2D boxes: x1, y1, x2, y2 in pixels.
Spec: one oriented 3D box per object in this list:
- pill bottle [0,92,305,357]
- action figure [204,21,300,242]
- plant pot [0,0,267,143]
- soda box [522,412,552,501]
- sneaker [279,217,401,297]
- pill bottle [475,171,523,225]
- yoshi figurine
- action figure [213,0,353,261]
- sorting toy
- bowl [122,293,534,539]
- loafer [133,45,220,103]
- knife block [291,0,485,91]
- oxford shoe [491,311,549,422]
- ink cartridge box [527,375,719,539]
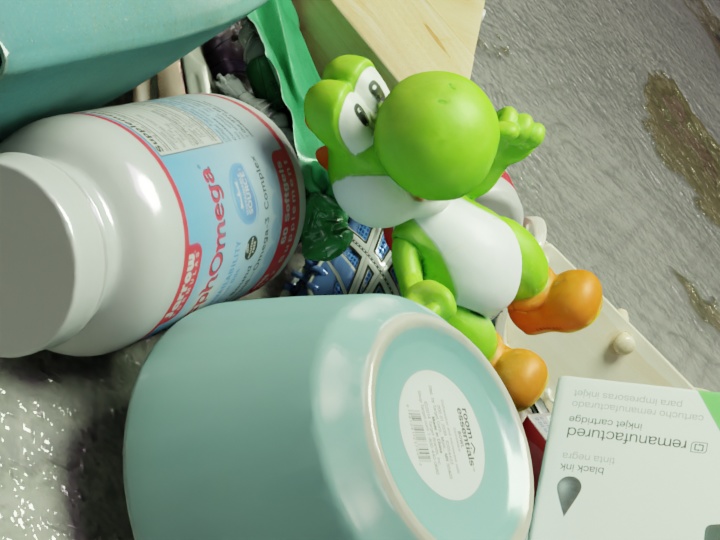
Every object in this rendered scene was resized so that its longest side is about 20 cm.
[{"bbox_3d":[-0.112,-0.022,0.746,0.109,0.109,0.200,53,25,5],"label":"pill bottle"},{"bbox_3d":[-0.075,-0.105,0.980,0.130,0.069,0.201,-8,59,-54],"label":"action figure"},{"bbox_3d":[-0.147,-0.138,0.724,0.199,0.141,0.143,-18,85,-51],"label":"plant pot"},{"bbox_3d":[0.150,0.164,0.839,0.070,0.064,0.200,-1,41,-39],"label":"soda box"},{"bbox_3d":[0.000,0.000,0.888,0.076,0.075,0.202,12,70,-34],"label":"sneaker"},{"bbox_3d":[0.028,-0.092,1.081,0.110,0.110,0.201,24,36,-45],"label":"pill bottle"},{"bbox_3d":[0.052,-0.024,0.791,0.200,0.111,0.113,51,17,-29],"label":"yoshi figurine"},{"bbox_3d":[-0.041,-0.092,0.874,0.118,0.054,0.201,45,24,-58],"label":"action figure"},{"bbox_3d":[0.151,0.041,1.141,0.200,0.107,0.180,43,18,-16],"label":"sorting toy"},{"bbox_3d":[0.003,0.091,0.708,0.200,0.105,0.203,29,49,-39],"label":"bowl"},{"bbox_3d":[-0.119,-0.134,0.893,0.072,0.062,0.202,74,2,-72],"label":"loafer"},{"bbox_3d":[-0.016,-0.151,0.986,0.174,0.064,0.201,20,42,-6],"label":"knife block"},{"bbox_3d":[0.060,0.081,0.973,0.084,0.073,0.201,-18,75,-34],"label":"oxford shoe"},{"bbox_3d":[0.147,0.159,0.731,0.084,0.144,0.201,76,23,-50],"label":"ink cartridge box"}]
